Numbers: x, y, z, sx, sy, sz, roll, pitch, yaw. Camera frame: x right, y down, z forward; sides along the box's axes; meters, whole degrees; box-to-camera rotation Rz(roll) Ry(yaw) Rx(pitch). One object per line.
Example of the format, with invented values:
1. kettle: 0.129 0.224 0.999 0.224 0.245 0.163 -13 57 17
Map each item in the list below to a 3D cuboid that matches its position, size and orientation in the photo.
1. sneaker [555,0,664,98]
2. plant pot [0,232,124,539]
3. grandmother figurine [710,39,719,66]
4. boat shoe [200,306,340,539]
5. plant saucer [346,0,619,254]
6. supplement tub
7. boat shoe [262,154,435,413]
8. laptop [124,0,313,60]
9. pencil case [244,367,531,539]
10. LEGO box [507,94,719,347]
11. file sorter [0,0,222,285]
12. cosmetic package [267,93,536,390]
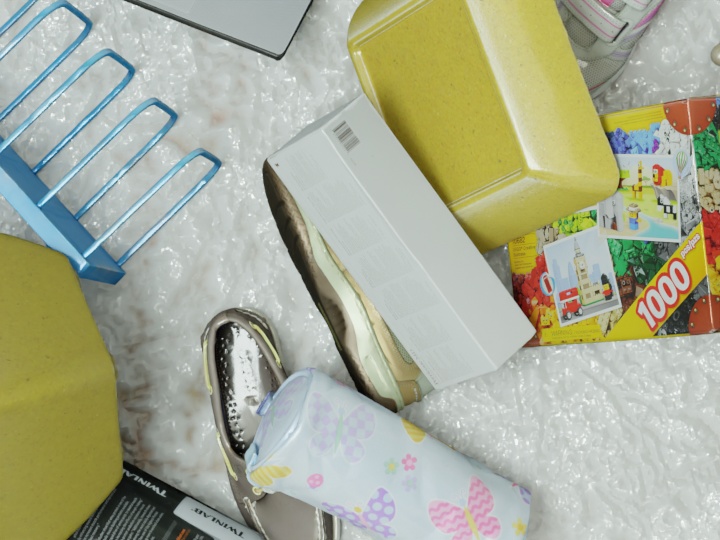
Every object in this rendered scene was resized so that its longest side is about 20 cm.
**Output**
1. sneaker: 0.174 -0.201 1.586 0.081 0.088 0.201 33 94 6
2. plant pot: -0.264 0.087 1.501 0.199 0.195 0.196 -15 47 -17
3. grandmother figurine: 0.304 -0.153 1.587 0.120 0.061 0.202 8 93 -2
4. boat shoe: -0.066 0.124 1.629 0.071 0.060 0.201 -16 88 6
5. plant saucer: 0.067 -0.115 1.552 0.048 0.200 0.201 -18 86 -35
6. supplement tub: -0.176 0.195 1.611 0.199 0.123 0.123 28 93 6
7. boat shoe: 0.000 0.000 1.625 0.076 0.072 0.201 -26 94 -8
8. laptop: -0.098 -0.283 1.602 0.186 0.116 0.201 21 59 7
9. pencil case: 0.020 0.147 1.579 0.199 0.083 0.091 30 88 -14
10. LEGO box: 0.186 -0.030 1.531 0.077 0.200 0.150 -6 89 -34
11. file sorter: -0.209 -0.106 1.611 0.123 0.139 0.200 -44 85 1
12. cosmetic package: 0.028 -0.018 1.563 0.051 0.082 0.200 -42 100 -32
